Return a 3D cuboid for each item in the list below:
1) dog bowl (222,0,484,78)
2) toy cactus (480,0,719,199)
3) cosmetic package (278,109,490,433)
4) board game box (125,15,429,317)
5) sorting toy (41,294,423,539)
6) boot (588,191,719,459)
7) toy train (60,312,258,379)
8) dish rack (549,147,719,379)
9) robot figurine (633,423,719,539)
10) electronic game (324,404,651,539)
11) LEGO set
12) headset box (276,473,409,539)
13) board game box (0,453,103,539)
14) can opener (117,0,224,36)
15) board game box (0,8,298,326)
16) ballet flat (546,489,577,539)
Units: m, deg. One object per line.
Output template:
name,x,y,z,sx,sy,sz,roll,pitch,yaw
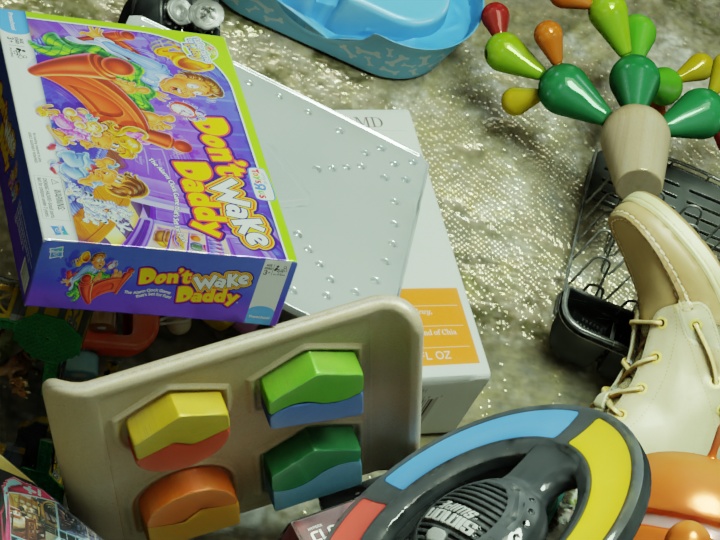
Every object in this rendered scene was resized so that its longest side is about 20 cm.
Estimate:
dog bowl,-0.017,-0.197,1.752,0.200,0.050,0.112,24,51,-6
toy cactus,0.173,-0.106,1.714,0.200,0.102,0.165,19,42,-14
cosmetic package,0.000,0.000,1.604,0.101,0.071,0.200,-2,57,-24
board game box,-0.065,-0.046,1.475,0.200,0.026,0.200,26,34,-8
sorting toy,-0.063,0.091,1.407,0.200,0.185,0.037,-13,59,-7
boot,0.161,0.068,1.578,0.155,0.073,0.200,-28,97,-14
toy train,-0.118,-0.031,1.549,0.150,0.056,0.200,11,72,-18
dish rack,0.206,-0.001,1.703,0.153,0.055,0.200,23,51,-8
robot figurine,0.164,0.184,1.396,0.144,0.117,0.200,32,67,-44
electronic game,0.060,0.140,1.368,0.042,0.200,0.200,59,45,-26
LEGO set,-0.204,0.027,1.436,0.154,0.200,0.116,8,47,6
headset box,0.045,0.202,1.476,0.148,0.075,0.200,-17,65,-32
board game box,-0.202,0.172,1.379,0.200,0.035,0.136,43,49,-16
can opener,-0.112,-0.098,1.632,0.063,0.079,0.200,3,65,-22
board game box,-0.121,-0.057,1.373,0.134,0.045,0.200,5,38,-21
ballet flat,0.077,0.186,1.420,0.064,0.076,0.200,55,50,-22
